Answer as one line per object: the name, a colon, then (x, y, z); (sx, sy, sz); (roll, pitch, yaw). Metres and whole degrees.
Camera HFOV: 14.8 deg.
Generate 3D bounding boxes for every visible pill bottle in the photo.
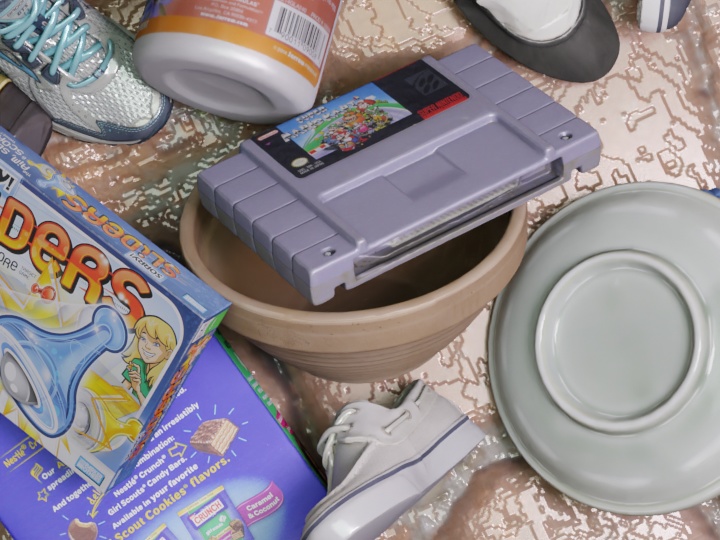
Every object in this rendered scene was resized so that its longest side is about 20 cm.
pill bottle: (-0.057, -0.197, 1.638); (0.112, 0.112, 0.200); (16, 75, -3)

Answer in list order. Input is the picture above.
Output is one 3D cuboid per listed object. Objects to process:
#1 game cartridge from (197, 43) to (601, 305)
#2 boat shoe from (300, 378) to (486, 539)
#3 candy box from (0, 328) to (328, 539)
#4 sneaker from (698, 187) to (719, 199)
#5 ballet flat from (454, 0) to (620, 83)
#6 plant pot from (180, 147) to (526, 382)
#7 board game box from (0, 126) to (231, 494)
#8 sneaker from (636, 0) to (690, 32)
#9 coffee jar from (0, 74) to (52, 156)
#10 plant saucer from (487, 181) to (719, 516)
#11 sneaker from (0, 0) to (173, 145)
game cartridge: (0.020, -0.061, 1.585); (0.200, 0.038, 0.130); (-27, 46, -23)
boat shoe: (0.006, 0.111, 1.607); (0.070, 0.200, 0.071); (47, 121, 6)
candy box: (-0.125, 0.122, 1.649); (0.169, 0.077, 0.200); (-36, 91, -2)
sneaker: (0.250, 0.047, 1.674); (0.085, 0.077, 0.201); (-5, 89, -7)
ballet flat: (0.077, -0.187, 1.673); (0.200, 0.068, 0.068); (40, 86, -2)
plant pot: (0.000, 0.000, 1.622); (0.200, 0.201, 0.093); (-11, 128, -3)
board game box: (-0.185, 0.013, 1.568); (0.200, 0.034, 0.136); (37, 118, 11)
sneaker: (0.218, -0.237, 1.678); (0.079, 0.078, 0.201); (12, 86, 3)
coffee jar: (-0.285, -0.101, 1.642); (0.200, 0.085, 0.104); (33, 82, -1)
plant saucer: (0.160, 0.044, 1.636); (0.200, 0.050, 0.201); (-3, 83, 26)
sneaker: (-0.199, -0.145, 1.648); (0.200, 0.086, 0.078); (38, 88, -1)
